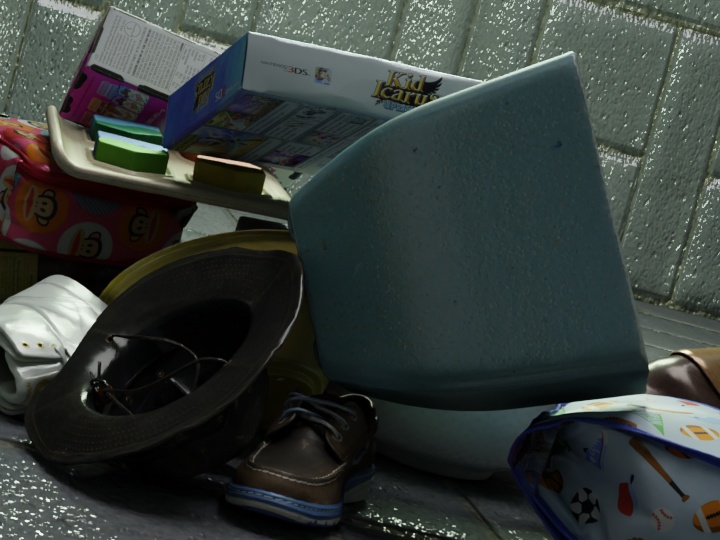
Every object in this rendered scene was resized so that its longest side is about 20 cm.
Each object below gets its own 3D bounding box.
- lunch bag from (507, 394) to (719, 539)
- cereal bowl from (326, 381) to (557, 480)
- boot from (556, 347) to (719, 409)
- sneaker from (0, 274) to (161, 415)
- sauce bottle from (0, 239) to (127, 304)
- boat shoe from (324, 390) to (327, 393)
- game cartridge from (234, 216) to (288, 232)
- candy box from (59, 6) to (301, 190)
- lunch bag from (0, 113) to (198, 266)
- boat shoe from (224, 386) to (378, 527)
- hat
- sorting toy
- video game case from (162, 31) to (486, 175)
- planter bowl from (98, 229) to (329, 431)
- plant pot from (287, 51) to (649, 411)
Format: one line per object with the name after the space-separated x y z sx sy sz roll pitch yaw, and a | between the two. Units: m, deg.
0.201 0.147 1.278 0.200 0.124 0.170 24 9 13 | lunch bag
0.063 0.106 1.490 0.200 0.083 0.200 15 5 -1 | cereal bowl
0.245 0.157 1.417 0.166 0.200 0.072 -16 -19 -23 | boot
-0.175 0.078 1.283 0.200 0.074 0.116 27 28 24 | sneaker
-0.267 0.001 1.583 0.200 0.065 0.065 5 7 -6 | sauce bottle
0.023 0.088 1.661 0.071 0.063 0.200 16 4 23 | boat shoe
0.000 0.000 1.484 0.200 0.041 0.133 13 11 -3 | game cartridge
-0.137 -0.134 1.618 0.200 0.061 0.136 23 -19 -12 | candy box
-0.224 -0.061 1.570 0.176 0.082 0.200 10 13 -35 | lunch bag
-0.034 0.111 1.229 0.072 0.073 0.200 15 5 9 | boat shoe
-0.102 0.073 1.201 0.201 0.201 0.081 25 -30 59 | hat
-0.141 -0.083 1.497 0.200 0.037 0.185 16 10 -14 | sorting toy
-0.028 -0.111 1.396 0.181 0.046 0.200 8 -11 -20 | video game case
-0.082 0.059 1.368 0.200 0.084 0.200 -8 -29 -5 | planter bowl
0.065 -0.003 1.251 0.200 0.197 0.196 -13 -10 6 | plant pot
